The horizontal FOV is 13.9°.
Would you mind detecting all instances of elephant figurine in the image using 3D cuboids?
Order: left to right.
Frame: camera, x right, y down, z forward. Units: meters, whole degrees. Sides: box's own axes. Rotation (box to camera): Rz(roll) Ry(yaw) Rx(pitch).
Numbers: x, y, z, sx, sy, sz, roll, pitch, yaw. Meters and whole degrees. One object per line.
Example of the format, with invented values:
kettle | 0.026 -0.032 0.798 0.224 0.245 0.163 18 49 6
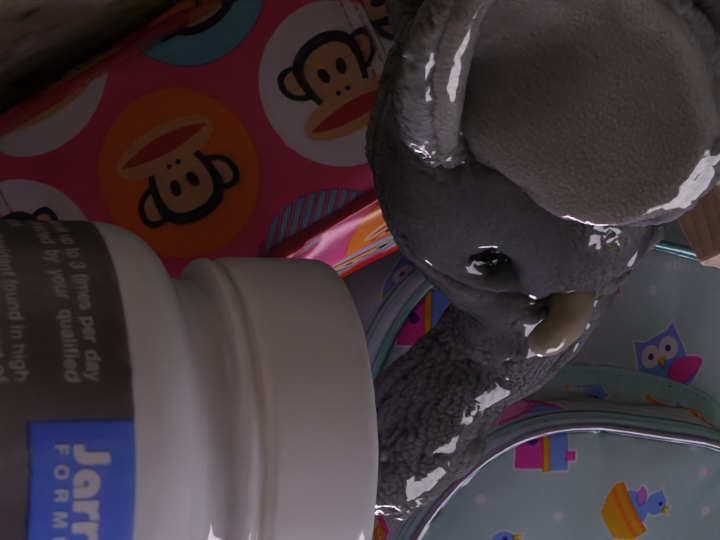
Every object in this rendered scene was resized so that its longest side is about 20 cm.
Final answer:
elephant figurine | 0.056 -0.050 0.702 0.199 0.156 0.142 -22 167 6

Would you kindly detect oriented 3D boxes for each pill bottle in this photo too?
pill bottle | -0.104 0.044 0.708 0.199 0.114 0.114 0 165 -17

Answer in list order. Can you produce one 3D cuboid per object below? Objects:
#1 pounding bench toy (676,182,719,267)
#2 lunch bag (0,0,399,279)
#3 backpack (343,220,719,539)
pounding bench toy | 0.153 -0.091 0.864 0.156 0.125 0.200 -28 173 12
lunch bag | -0.030 -0.031 0.851 0.199 0.082 0.176 -28 177 6
backpack | 0.049 0.066 0.953 0.175 0.201 0.153 7 -167 -24
